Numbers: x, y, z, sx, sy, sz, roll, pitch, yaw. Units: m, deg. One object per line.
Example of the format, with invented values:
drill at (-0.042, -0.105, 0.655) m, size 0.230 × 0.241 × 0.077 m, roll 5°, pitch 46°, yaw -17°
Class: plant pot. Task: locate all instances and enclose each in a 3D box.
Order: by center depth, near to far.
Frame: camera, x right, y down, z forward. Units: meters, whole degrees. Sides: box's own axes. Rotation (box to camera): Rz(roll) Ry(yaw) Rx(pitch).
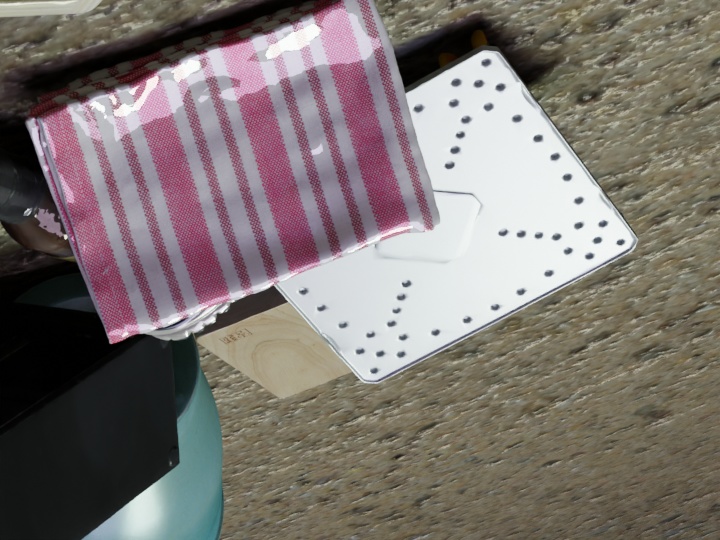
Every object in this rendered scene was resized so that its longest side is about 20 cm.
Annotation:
plant pot at (-0.176, 0.106, 1.744) m, size 0.199 × 0.201 × 0.188 m, roll -13°, pitch 151°, yaw -18°

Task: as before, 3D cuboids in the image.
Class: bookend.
bookend at (-0.237, 0.092, 1.533) m, size 0.199 × 0.093 × 0.199 m, roll 7°, pitch -159°, yaw 26°

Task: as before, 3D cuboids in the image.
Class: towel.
towel at (-0.066, -0.056, 1.458) m, size 0.199 × 0.147 × 0.030 m, roll -20°, pitch -158°, yaw -3°

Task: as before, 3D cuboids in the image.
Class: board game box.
board game box at (0.039, -0.035, 1.641) m, size 0.199 × 0.026 × 0.200 m, roll -28°, pitch 133°, yaw 15°

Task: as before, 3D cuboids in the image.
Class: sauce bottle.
sauce bottle at (-0.161, -0.038, 1.527) m, size 0.065 × 0.065 × 0.200 m, roll -26°, pitch 159°, yaw 21°

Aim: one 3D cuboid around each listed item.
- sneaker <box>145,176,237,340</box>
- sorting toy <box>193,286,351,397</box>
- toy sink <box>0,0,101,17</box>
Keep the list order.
sneaker at (-0.070, -0.046, 1.504) m, size 0.200 × 0.078 × 0.080 m, roll -49°, pitch 133°, yaw 5°
sorting toy at (0.000, 0.000, 1.793) m, size 0.198 × 0.070 × 0.200 m, roll -22°, pitch 162°, yaw 9°
toy sink at (-0.175, -0.167, 1.042) m, size 0.199 × 0.112 × 0.130 m, roll -6°, pitch 158°, yaw -36°
